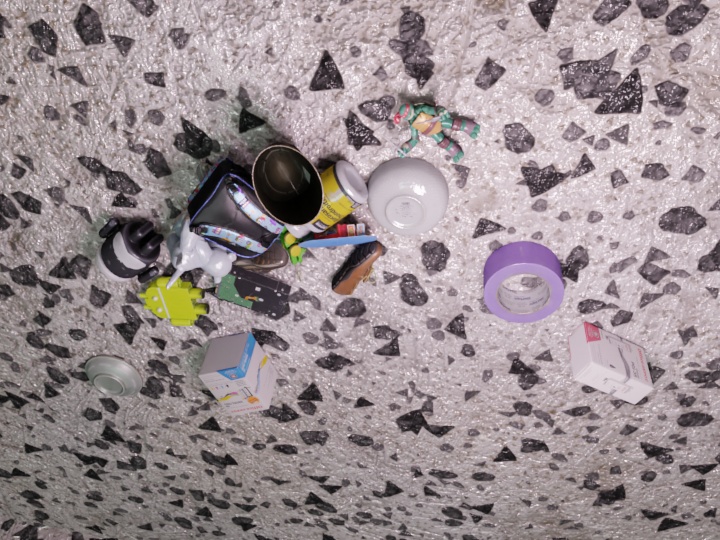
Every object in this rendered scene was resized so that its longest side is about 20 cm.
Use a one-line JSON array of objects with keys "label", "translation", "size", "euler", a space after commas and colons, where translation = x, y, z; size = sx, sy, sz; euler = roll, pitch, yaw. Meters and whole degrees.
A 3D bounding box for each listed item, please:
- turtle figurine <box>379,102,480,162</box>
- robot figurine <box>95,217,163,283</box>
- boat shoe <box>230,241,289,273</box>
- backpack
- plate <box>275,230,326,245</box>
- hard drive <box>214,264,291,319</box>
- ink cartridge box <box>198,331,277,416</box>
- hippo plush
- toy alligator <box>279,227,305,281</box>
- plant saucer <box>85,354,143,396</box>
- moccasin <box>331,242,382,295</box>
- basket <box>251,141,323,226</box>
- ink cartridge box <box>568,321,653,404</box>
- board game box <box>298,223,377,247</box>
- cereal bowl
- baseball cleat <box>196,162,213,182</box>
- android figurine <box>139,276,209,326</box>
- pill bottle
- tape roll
[{"label": "turtle figurine", "translation": [0.147, -0.306, 1.392], "size": [0.197, 0.102, 0.150], "euler": [15, 149, -24]}, {"label": "robot figurine", "translation": [-0.609, -0.053, 1.734], "size": [0.198, 0.153, 0.124], "euler": [-29, 158, 30]}, {"label": "boat shoe", "translation": [-0.253, -0.033, 1.707], "size": [0.197, 0.076, 0.073], "euler": [7, 159, 39]}, {"label": "backpack", "translation": [-0.282, -0.138, 1.532], "size": [0.198, 0.135, 0.183], "euler": [30, 109, -34]}, {"label": "plate", "translation": [-0.179, -0.127, 1.656], "size": [0.196, 0.026, 0.203], "euler": [4, 132, 5]}, {"label": "hard drive", "translation": [-0.299, 0.057, 1.814], "size": [0.197, 0.038, 0.140], "euler": [19, 142, -8]}, {"label": "ink cartridge box", "translation": [-0.367, 0.317, 1.995], "size": [0.145, 0.146, 0.202], "euler": [-13, 128, 19]}, {"label": "hippo plush", "translation": [-0.393, -0.057, 1.666], "size": [0.159, 0.202, 0.160], "euler": [17, 122, -29]}, {"label": "toy alligator", "translation": [-0.163, -0.061, 1.662], "size": [0.054, 0.059, 0.202], "euler": [-33, 129, -16]}, {"label": "plant saucer", "translation": [-0.828, 0.366, 2.184], "size": [0.196, 0.051, 0.203], "euler": [6, 132, 6]}, {"label": "moccasin", "translation": [0.000, 0.001, 1.705], "size": [0.077, 0.074, 0.202], "euler": [22, 129, -22]}, {"label": "basket", "translation": [-0.167, -0.210, 1.445], "size": [0.135, 0.200, 0.182], "euler": [-33, 114, 2]}, {"label": "ink cartridge box", "translation": [0.664, 0.246, 1.749], "size": [0.197, 0.148, 0.083], "euler": [22, 132, -11]}, {"label": "board game box", "translation": [-0.057, -0.088, 1.611], "size": [0.196, 0.040, 0.158], "euler": [-5, 176, -2]}, {"label": "cereal bowl", "translation": [0.108, -0.158, 1.539], "size": [0.196, 0.084, 0.203], "euler": [6, 132, 6]}, {"label": "baseball cleat", "translation": [-0.360, -0.170, 1.621], "size": [0.105, 0.070, 0.201], "euler": [-16, 124, 27]}, {"label": "android figurine", "translation": [-0.540, 0.088, 1.899], "size": [0.196, 0.041, 0.184], "euler": [2, 131, 6]}, {"label": "pill bottle", "translation": [-0.087, -0.160, 1.541], "size": [0.198, 0.113, 0.112], "euler": [-32, 120, 25]}, {"label": "tape roll", "translation": [0.408, 0.032, 1.651], "size": [0.196, 0.086, 0.203], "euler": [5, 131, 6]}]
